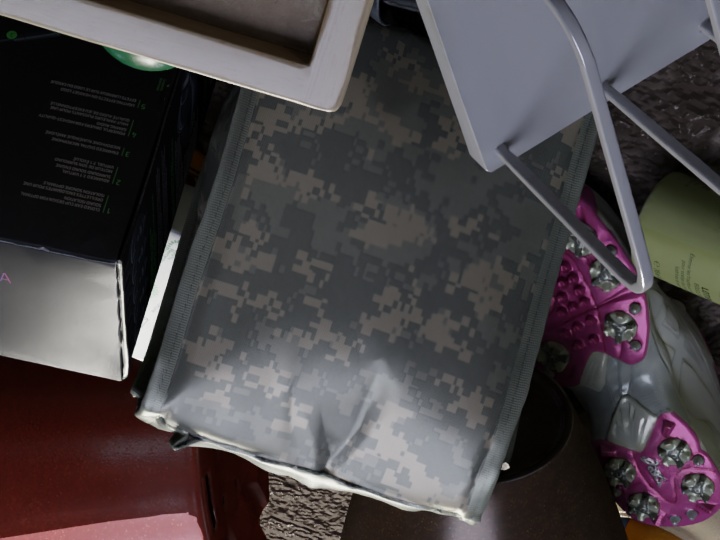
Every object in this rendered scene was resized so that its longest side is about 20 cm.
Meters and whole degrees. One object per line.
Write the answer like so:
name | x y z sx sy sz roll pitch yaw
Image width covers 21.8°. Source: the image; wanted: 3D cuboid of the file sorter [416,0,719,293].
file sorter | 0.130 -0.108 0.623 0.199 0.125 0.139 -31 132 -7

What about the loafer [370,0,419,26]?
loafer | 0.007 -0.138 0.764 0.198 0.071 0.068 10 147 6

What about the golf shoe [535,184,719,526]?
golf shoe | 0.136 0.034 0.966 0.075 0.092 0.201 -11 115 30

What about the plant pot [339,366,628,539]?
plant pot | 0.062 0.149 0.954 0.185 0.188 0.202 4 129 12

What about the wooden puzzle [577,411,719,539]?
wooden puzzle | 0.119 0.143 1.110 0.185 0.047 0.199 39 151 -31

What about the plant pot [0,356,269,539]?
plant pot | -0.163 0.122 1.097 0.193 0.202 0.202 -6 142 11

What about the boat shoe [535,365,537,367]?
boat shoe | 0.038 0.070 1.036 0.062 0.075 0.199 32 131 -31

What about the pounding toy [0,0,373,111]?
pounding toy | -0.075 -0.158 0.693 0.182 0.143 0.202 16 115 -4

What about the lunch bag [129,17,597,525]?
lunch bag | 0.000 0.000 0.833 0.162 0.202 0.118 18 172 -8

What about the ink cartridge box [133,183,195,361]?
ink cartridge box | -0.041 0.027 0.953 0.199 0.039 0.099 25 133 -25

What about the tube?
tube | 0.218 0.014 0.853 0.199 0.058 0.052 26 120 28

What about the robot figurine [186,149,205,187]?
robot figurine | -0.146 -0.040 0.964 0.199 0.059 0.145 27 142 -20

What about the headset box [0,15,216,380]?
headset box | -0.162 -0.063 0.813 0.172 0.202 0.093 11 145 2
